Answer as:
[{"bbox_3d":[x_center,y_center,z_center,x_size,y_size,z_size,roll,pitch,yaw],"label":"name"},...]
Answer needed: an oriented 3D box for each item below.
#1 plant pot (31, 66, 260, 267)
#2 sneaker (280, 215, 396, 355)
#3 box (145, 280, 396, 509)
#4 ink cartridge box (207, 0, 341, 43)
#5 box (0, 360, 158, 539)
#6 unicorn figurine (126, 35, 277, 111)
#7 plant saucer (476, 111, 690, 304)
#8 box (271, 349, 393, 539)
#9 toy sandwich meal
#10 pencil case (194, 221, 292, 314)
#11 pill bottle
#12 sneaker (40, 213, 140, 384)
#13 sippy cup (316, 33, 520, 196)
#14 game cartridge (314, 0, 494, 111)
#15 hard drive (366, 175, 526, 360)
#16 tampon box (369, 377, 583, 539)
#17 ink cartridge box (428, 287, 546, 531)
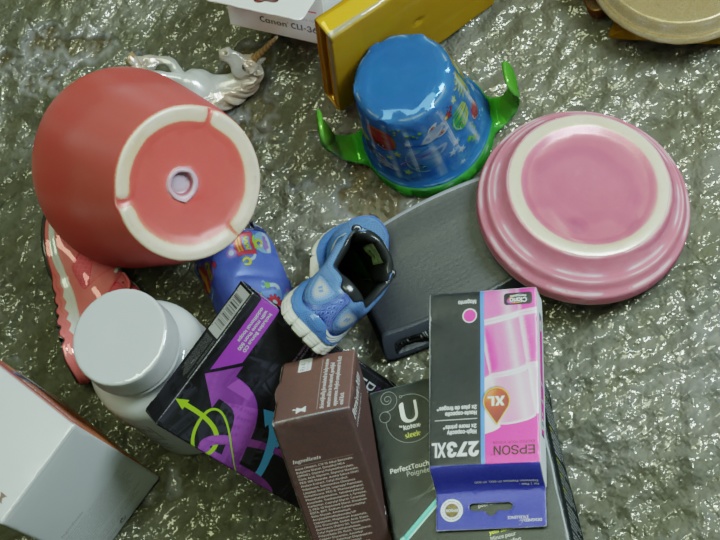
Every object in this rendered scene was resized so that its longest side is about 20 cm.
[{"bbox_3d":[-0.193,-0.090,1.497,0.201,0.200,0.177,-55,27,-9],"label":"plant pot"},{"bbox_3d":[0.000,0.000,1.419,0.089,0.200,0.079,-37,103,26],"label":"sneaker"},{"bbox_3d":[-0.071,0.119,1.416,0.143,0.200,0.036,-53,33,3],"label":"box"},{"bbox_3d":[-0.062,-0.298,1.612,0.116,0.068,0.200,15,49,21],"label":"ink cartridge box"},{"bbox_3d":[-0.304,0.170,1.468,0.152,0.200,0.107,34,81,23],"label":"box"},{"bbox_3d":[-0.184,-0.173,1.638,0.137,0.074,0.201,23,95,-3],"label":"unicorn figurine"},{"bbox_3d":[0.208,-0.068,1.467,0.199,0.051,0.202,1,63,-2],"label":"plant saucer"},{"bbox_3d":[-0.013,0.181,1.375,0.074,0.201,0.100,-14,26,10],"label":"box"},{"bbox_3d":[0.306,-0.294,1.550,0.204,0.070,0.206,-4,69,9],"label":"toy sandwich meal"},{"bbox_3d":[-0.086,0.054,1.520,0.078,0.087,0.201,-53,56,39],"label":"pencil case"},{"bbox_3d":[-0.184,0.091,1.464,0.114,0.200,0.115,-5,68,13],"label":"pill bottle"},{"bbox_3d":[-0.266,0.015,1.601,0.086,0.074,0.201,-13,70,-4],"label":"sneaker"},{"bbox_3d":[0.053,-0.158,1.531,0.178,0.130,0.140,-45,65,-5],"label":"sippy cup"},{"bbox_3d":[0.047,-0.250,1.530,0.200,0.176,0.032,-37,75,-9],"label":"game cartridge"},{"bbox_3d":[0.088,-0.013,1.513,0.199,0.042,0.135,-26,65,5],"label":"hard drive"},{"bbox_3d":[0.106,0.199,1.381,0.149,0.126,0.201,-14,66,9],"label":"tampon box"},{"bbox_3d":[0.105,0.114,1.327,0.094,0.037,0.201,-5,69,14],"label":"ink cartridge box"}]
